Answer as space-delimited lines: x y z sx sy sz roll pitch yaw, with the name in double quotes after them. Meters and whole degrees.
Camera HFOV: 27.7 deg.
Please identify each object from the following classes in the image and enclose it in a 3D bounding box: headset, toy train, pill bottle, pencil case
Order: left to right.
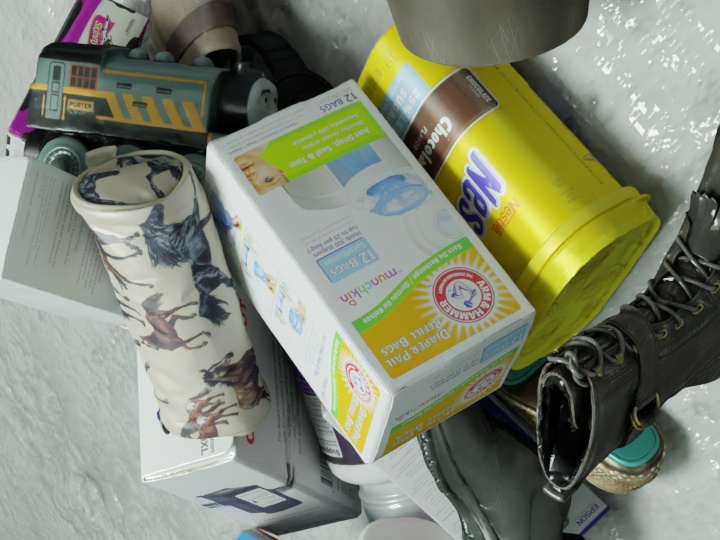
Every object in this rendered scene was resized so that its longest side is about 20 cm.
-0.150 -0.101 1.042 0.200 0.085 0.114 9 98 21 "toy train"
-0.121 0.016 0.940 0.089 0.078 0.200 21 137 44 "pencil case"
-0.066 -0.089 1.099 0.200 0.094 0.124 57 147 28 "headset"
0.014 0.092 1.099 0.111 0.111 0.200 -3 110 53 "pill bottle"

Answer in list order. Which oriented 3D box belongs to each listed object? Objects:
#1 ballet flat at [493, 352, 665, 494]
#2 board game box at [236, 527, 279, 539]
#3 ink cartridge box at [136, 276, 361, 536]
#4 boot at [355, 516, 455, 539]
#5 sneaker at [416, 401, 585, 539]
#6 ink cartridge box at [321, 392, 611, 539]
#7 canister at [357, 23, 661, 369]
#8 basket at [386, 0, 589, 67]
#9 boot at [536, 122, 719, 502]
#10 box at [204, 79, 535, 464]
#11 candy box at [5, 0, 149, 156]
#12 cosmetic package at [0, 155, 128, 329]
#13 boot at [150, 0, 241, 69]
0.122 0.082 0.998 0.200 0.070 0.065 47 157 27 "ballet flat"
-0.012 0.266 1.107 0.196 0.056 0.200 28 171 3 "board game box"
-0.084 0.108 1.120 0.084 0.200 0.145 -17 63 21 "ink cartridge box"
0.071 0.248 1.095 0.200 0.073 0.090 27 149 -14 "boot"
0.094 0.134 0.986 0.076 0.091 0.200 -100 -13 -68 "sneaker"
0.075 0.131 1.036 0.200 0.095 0.037 44 -173 -9 "ink cartridge box"
0.080 -0.056 0.941 0.200 0.086 0.149 51 146 19 "canister"
0.061 -0.226 0.806 0.136 0.180 0.200 -98 -2 -56 "basket"
0.168 0.022 0.802 0.069 0.174 0.200 32 135 37 "boot"
0.000 0.000 0.906 0.200 0.112 0.101 54 156 22 "box"
-0.238 -0.133 1.206 0.061 0.137 0.200 27 165 -9 "candy box"
-0.205 -0.016 0.978 0.113 0.200 0.081 8 82 28 "cosmetic package"
-0.120 -0.219 1.072 0.200 0.070 0.146 109 146 -62 "boot"
